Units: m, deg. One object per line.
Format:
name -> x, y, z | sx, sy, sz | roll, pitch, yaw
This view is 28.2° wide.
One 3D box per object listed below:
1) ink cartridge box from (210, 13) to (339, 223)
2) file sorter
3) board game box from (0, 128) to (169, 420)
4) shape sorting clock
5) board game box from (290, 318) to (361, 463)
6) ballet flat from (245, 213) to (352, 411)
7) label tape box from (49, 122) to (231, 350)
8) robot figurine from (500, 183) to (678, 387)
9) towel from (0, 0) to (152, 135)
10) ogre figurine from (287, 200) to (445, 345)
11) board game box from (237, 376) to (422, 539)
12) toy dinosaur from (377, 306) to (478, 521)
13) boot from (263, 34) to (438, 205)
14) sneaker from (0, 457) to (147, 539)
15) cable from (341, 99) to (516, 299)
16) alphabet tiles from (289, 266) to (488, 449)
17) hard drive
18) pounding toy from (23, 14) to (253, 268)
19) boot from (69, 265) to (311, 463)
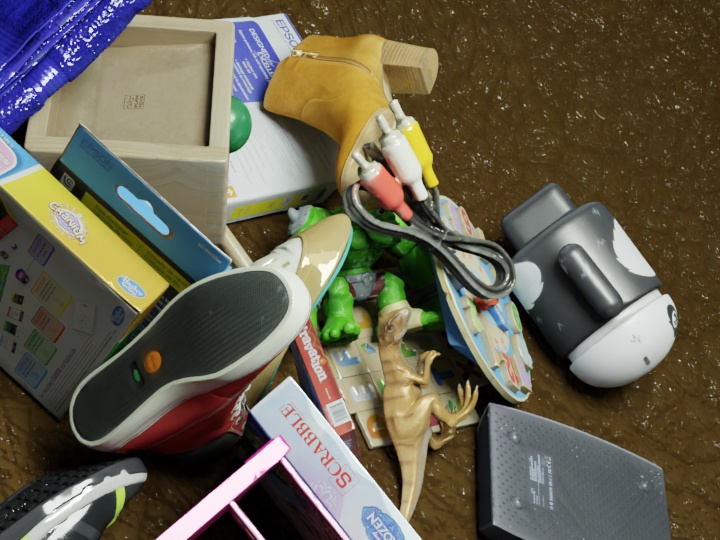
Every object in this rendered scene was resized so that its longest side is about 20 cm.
ink cartridge box -> -0.106, -0.145, 1.327 | 0.198, 0.047, 0.199 | -12, 64, -44
file sorter -> -0.103, 0.232, 0.928 | 0.199, 0.139, 0.126 | -38, 85, -31
board game box -> -0.250, -0.006, 1.027 | 0.200, 0.153, 0.040 | 43, 41, -1
shape sorting clock -> 0.111, 0.025, 1.304 | 0.201, 0.039, 0.202 | 54, 25, -39
board game box -> -0.025, 0.109, 1.092 | 0.019, 0.201, 0.104 | -20, 67, -6
ballet flat -> -0.074, 0.032, 1.129 | 0.063, 0.068, 0.202 | 33, 78, -25
label tape box -> -0.174, -0.014, 1.054 | 0.144, 0.200, 0.063 | 41, 42, -2
robot figurine -> 0.220, 0.015, 1.386 | 0.149, 0.125, 0.201 | -23, 73, -46
towel -> -0.272, -0.185, 1.118 | 0.147, 0.050, 0.200 | 32, 70, 36
ogre figurine -> 0.000, 0.000, 1.251 | 0.197, 0.098, 0.122 | -9, 80, -24
board game box -> -0.010, 0.183, 1.034 | 0.041, 0.200, 0.201 | -37, 82, -15
toy dinosaur -> 0.045, 0.134, 1.211 | 0.105, 0.060, 0.203 | -3, 83, -33
boot -> -0.026, -0.136, 1.271 | 0.142, 0.071, 0.202 | 6, 48, 26
sneaker -> -0.217, 0.197, 0.973 | 0.199, 0.071, 0.084 | -32, 106, -47
cable -> 0.059, -0.039, 1.186 | 0.200, 0.050, 0.097 | 48, 58, -17
alphabet tiles -> 0.024, 0.073, 1.280 | 0.198, 0.006, 0.168 | -7, 63, -40
hard drive -> 0.188, 0.206, 1.273 | 0.198, 0.042, 0.136 | 22, 47, -22
pounding toy -> -0.163, -0.092, 1.172 | 0.197, 0.143, 0.186 | 3, 52, -5
boot -> -0.091, 0.072, 1.026 | 0.144, 0.199, 0.073 | 24, 38, -55
